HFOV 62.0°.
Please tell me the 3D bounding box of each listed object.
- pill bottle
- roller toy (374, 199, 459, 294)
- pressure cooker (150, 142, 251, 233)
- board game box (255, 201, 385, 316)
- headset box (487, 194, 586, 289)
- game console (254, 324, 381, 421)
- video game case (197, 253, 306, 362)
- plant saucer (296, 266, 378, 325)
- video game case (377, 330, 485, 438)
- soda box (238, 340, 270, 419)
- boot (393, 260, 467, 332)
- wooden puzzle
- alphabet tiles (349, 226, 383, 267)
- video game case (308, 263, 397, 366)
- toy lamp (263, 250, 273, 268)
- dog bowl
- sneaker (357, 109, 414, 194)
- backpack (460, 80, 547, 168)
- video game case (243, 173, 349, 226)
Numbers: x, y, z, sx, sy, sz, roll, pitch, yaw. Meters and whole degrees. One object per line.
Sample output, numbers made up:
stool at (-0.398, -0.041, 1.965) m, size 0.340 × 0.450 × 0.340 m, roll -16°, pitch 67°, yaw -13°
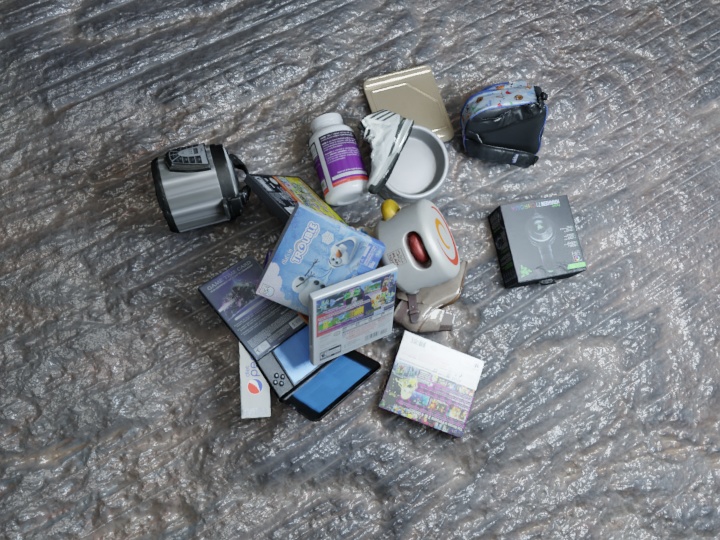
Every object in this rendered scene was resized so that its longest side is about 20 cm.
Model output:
pill bottle at (-0.052, -0.259, 1.398) m, size 0.112 × 0.112 × 0.201 m, roll -15°, pitch 80°, yaw -10°
roller toy at (0.118, -0.049, 1.299) m, size 0.139 × 0.200 × 0.183 m, roll -24°, pitch 47°, yaw 22°
pressure cooker at (-0.341, -0.186, 1.319) m, size 0.199 × 0.179 × 0.177 m, roll -14°, pitch 93°, yaw -9°
board game box at (-0.081, -0.006, 1.213) m, size 0.198 × 0.043 × 0.201 m, roll 24°, pitch 104°, yaw -16°
headset box at (0.416, -0.060, 1.418) m, size 0.173 × 0.093 × 0.201 m, roll -9°, pitch 79°, yaw -8°
game console at (-0.089, 0.191, 1.258) m, size 0.200 × 0.119 × 0.173 m, roll -35°, pitch 95°, yaw -32°
video game case at (-0.227, 0.076, 1.273) m, size 0.143 × 0.019 × 0.200 m, roll -36°, pitch 78°, yaw -30°
plant saucer at (-0.053, 0.034, 1.285) m, size 0.199 × 0.032 × 0.202 m, roll -2°, pitch 98°, yaw -15°
video game case at (0.159, 0.254, 1.345) m, size 0.199 × 0.036 × 0.182 m, roll 20°, pitch 76°, yaw -2°
soda box at (-0.228, 0.216, 1.292) m, size 0.063 × 0.068 × 0.201 m, roll -2°, pitch 78°, yaw -9°
boot at (0.156, 0.050, 1.380) m, size 0.145 × 0.070 × 0.201 m, roll 15°, pitch 64°, yaw 8°
wooden puzzle at (0.119, -0.397, 1.492) m, size 0.184 × 0.037 × 0.201 m, roll -17°, pitch 85°, yaw -9°
alphabet tiles at (0.000, 0.000, 1.345) m, size 0.199 × 0.015 × 0.197 m, roll -2°, pitch 99°, yaw -30°
video game case at (-0.015, 0.091, 1.225) m, size 0.199 × 0.183 × 0.023 m, roll -19°, pitch 42°, yaw -27°
toy lamp at (-0.186, 0.055, 1.341) m, size 0.058 × 0.058 × 0.201 m, roll -6°, pitch 79°, yaw -8°
dog bowl at (0.119, -0.254, 1.429) m, size 0.199 × 0.059 × 0.201 m, roll 1°, pitch 86°, yaw -8°
sneaker at (0.032, -0.276, 1.361) m, size 0.115 × 0.076 × 0.201 m, roll 25°, pitch 76°, yaw 3°
backpack at (0.334, -0.355, 1.432) m, size 0.189 × 0.201 × 0.155 m, roll -8°, pitch 47°, yaw -1°
video game case at (-0.133, -0.141, 1.319) m, size 0.200 × 0.180 × 0.026 m, roll 45°, pitch 117°, yaw 20°
